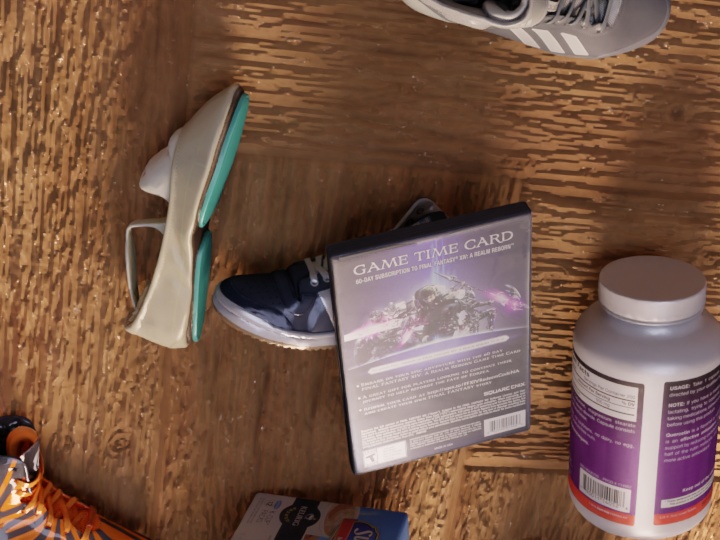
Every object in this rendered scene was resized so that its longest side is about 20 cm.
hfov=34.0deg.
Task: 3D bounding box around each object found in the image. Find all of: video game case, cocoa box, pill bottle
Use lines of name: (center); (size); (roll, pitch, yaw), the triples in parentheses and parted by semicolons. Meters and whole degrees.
video game case: (0.054, 0.053, 0.839); (0.142, 0.019, 0.201); (-13, 125, -10)
cocoa box: (-0.033, 0.298, 0.922); (0.130, 0.133, 0.201); (4, 117, 16)
pill bottle: (0.216, 0.095, 0.895); (0.112, 0.113, 0.201); (-5, 115, -6)

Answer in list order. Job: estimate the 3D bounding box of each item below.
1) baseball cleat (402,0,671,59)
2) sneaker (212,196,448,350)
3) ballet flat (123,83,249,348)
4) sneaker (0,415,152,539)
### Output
baseball cleat: (0.120, -0.170, 0.760); (0.199, 0.107, 0.070); (3, 110, -12)
sneaker: (0.000, 0.000, 0.840); (0.199, 0.070, 0.109); (9, 118, -20)
ballet flat: (-0.127, -0.038, 0.811); (0.069, 0.070, 0.201); (9, 113, -13)
sneaker: (-0.236, 0.178, 0.884); (0.199, 0.078, 0.113); (15, 113, -15)
